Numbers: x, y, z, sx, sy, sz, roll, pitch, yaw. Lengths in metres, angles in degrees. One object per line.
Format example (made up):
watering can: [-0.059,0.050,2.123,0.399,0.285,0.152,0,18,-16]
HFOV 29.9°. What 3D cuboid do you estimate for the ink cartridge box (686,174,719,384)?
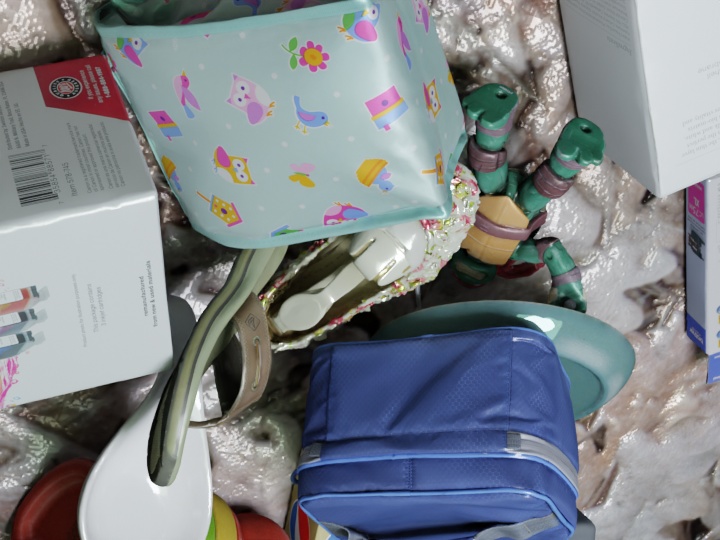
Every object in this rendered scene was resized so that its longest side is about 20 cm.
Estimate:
ink cartridge box: [0.325,-0.011,1.100,0.119,0.042,0.201,-17,120,-13]

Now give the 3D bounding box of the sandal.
sandal: [-0.079,0.050,0.858,0.057,0.201,0.080,29,145,-3]

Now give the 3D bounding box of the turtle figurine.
turtle figurine: [0.095,-0.031,0.957,0.149,0.101,0.200,10,133,-7]

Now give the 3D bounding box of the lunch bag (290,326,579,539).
lunch bag: [0.047,0.129,0.925,0.199,0.133,0.136,-7,150,19]

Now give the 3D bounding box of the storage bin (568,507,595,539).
storage bin: [0.094,0.226,1.055,0.145,0.200,0.135,0,107,-22]

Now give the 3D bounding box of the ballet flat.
ballet flat: [0.000,0.000,0.912,0.076,0.064,0.200,49,122,-3]

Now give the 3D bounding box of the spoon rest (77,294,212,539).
spoon rest: [-0.138,0.109,0.896,0.099,0.061,0.201,12,73,-38]

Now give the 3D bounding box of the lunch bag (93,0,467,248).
lunch bag: [-0.051,-0.110,0.838,0.199,0.122,0.171,-7,129,22]

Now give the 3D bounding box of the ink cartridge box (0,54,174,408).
ink cartridge box: [-0.225,-0.015,0.792,0.199,0.146,0.145,-12,136,-15]

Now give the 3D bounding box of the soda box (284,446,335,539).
soda box: [-0.023,0.229,1.077,0.067,0.064,0.201,1,117,-23]

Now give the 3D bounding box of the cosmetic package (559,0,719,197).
cosmetic package: [0.248,-0.190,0.917,0.199,0.123,0.201,-22,122,-10]

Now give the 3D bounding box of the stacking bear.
stacking bear: [-0.136,0.209,0.998,0.200,0.122,0.114,20,116,-40]

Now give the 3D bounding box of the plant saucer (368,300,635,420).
plant saucer: [0.102,0.078,0.992,0.199,0.028,0.200,3,153,1]
